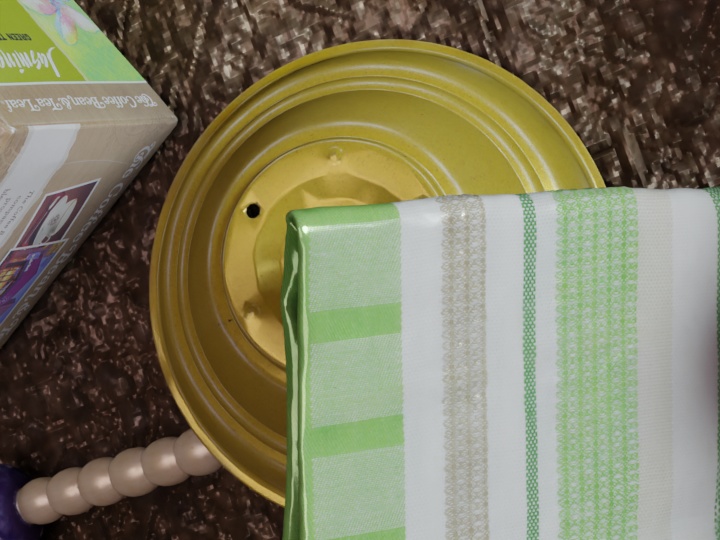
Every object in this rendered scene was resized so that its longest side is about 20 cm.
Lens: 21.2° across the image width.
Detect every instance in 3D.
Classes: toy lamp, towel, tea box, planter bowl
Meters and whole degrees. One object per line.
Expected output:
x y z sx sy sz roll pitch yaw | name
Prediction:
-0.089 0.084 0.851 0.199 0.058 0.059 -19 88 26 | toy lamp
0.060 0.045 0.709 0.031 0.199 0.150 8 99 60 | towel
-0.228 -0.060 0.859 0.197 0.133 0.200 46 113 14 | tea box
0.000 0.000 0.751 0.199 0.083 0.202 -1 84 12 | planter bowl
